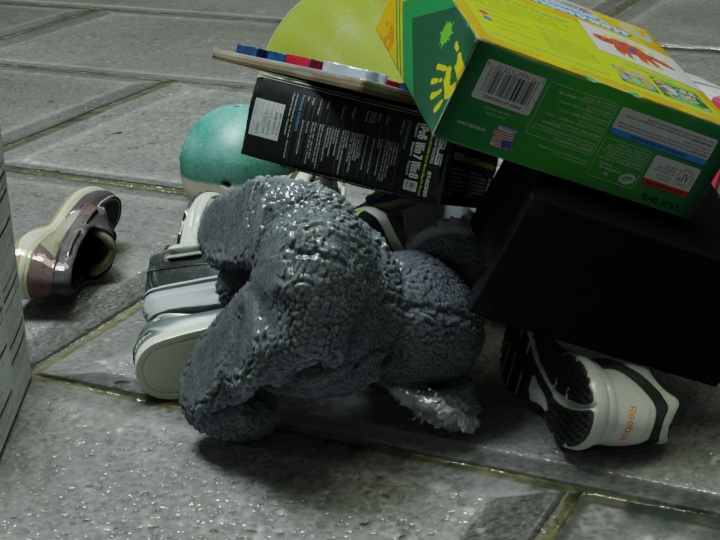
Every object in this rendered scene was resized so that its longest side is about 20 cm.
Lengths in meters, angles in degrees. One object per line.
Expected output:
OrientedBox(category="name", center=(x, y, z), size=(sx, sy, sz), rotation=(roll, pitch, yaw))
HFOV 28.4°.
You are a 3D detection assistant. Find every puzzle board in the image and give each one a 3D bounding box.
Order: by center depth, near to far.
OrientedBox(category="puzzle board", center=(0.003, -0.136, 1.042), size=(0.150, 0.018, 0.199), rotation=(9, 8, -37))
OrientedBox(category="puzzle board", center=(0.101, -0.089, 1.374), size=(0.198, 0.018, 0.151), rotation=(-12, 8, 15))

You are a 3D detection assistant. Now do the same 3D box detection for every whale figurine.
OrientedBox(category="whale figurine", center=(-0.115, -0.132, 1.496), size=(0.157, 0.105, 0.200), rotation=(2, 21, 12))

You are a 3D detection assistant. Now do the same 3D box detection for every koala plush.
OrientedBox(category="koala plush", center=(0.003, 0.030, 0.964), size=(0.198, 0.179, 0.183), rotation=(14, -20, -25))

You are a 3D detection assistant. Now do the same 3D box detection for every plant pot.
OrientedBox(category="plant pot", center=(0.027, -0.145, 1.267), size=(0.185, 0.189, 0.200), rotation=(-8, 25, -18))

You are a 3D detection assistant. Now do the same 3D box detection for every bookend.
OrientedBox(category="bookend", center=(0.159, -0.034, 1.001), size=(0.198, 0.093, 0.199), rotation=(16, 28, -21))

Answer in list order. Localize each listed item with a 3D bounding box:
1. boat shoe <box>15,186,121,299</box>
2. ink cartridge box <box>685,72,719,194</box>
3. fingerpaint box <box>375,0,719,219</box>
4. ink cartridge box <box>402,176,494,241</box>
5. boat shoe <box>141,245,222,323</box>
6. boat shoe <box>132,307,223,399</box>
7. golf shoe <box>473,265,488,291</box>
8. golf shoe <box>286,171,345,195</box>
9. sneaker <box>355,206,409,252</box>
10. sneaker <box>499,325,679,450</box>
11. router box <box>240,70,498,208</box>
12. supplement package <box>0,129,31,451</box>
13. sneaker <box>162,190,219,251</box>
OrientedBox(category="boat shoe", center=(-0.249, -0.020, 1.271), size=(0.064, 0.073, 0.200), rotation=(14, 20, 7))
OrientedBox(category="ink cartridge box", center=(0.302, -0.093, 1.287), size=(0.083, 0.147, 0.200), rotation=(9, 17, -19))
OrientedBox(category="fingerpaint box", center=(0.125, -0.127, 0.951), size=(0.198, 0.074, 0.167), rotation=(15, 28, -23))
OrientedBox(category="ink cartridge box", center=(0.161, -0.060, 1.246), size=(0.198, 0.041, 0.200), rotation=(-5, -5, -22))
OrientedBox(category="boat shoe", center=(-0.076, -0.005, 1.098), size=(0.198, 0.072, 0.072), rotation=(-9, -20, 5))
OrientedBox(category="boat shoe", center=(-0.073, 0.045, 1.072), size=(0.198, 0.073, 0.062), rotation=(-11, 26, -10))
OrientedBox(category="golf shoe", center=(0.130, -0.008, 1.179), size=(0.077, 0.089, 0.199), rotation=(-17, 24, -33))
OrientedBox(category="golf shoe", center=(-0.047, -0.054, 1.250), size=(0.088, 0.077, 0.200), rotation=(-43, 12, 10))
OrientedBox(category="sneaker", center=(0.000, 0.000, 1.186), size=(0.082, 0.072, 0.200), rotation=(-9, 22, -16))
OrientedBox(category="sneaker", center=(0.157, 0.072, 1.011), size=(0.079, 0.074, 0.200), rotation=(8, 22, -16))
OrientedBox(category="router box", center=(0.015, -0.093, 1.057), size=(0.148, 0.063, 0.200), rotation=(14, 6, 14))
OrientedBox(category="supplement package", center=(-0.324, 0.015, 0.986), size=(0.150, 0.202, 0.151), rotation=(-3, 20, -2))
OrientedBox(category="sneaker", center=(-0.125, -0.007, 1.232), size=(0.079, 0.075, 0.201), rotation=(10, 26, 0))
